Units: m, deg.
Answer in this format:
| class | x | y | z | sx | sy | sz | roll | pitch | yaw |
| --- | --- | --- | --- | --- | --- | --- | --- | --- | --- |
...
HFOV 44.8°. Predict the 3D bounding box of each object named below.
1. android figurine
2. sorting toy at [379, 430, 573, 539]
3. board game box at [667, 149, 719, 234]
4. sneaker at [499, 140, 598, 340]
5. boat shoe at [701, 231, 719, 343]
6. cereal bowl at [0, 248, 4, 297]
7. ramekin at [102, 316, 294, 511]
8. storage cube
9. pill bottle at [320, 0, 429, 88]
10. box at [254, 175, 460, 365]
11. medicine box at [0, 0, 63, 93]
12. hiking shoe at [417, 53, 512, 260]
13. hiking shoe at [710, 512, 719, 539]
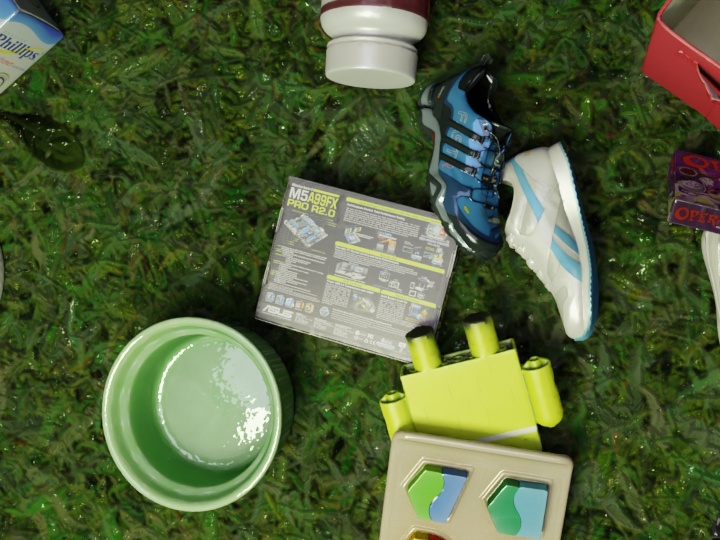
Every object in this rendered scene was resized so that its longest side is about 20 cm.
| class | x | y | z | sx | sy | sz | roll | pitch | yaw |
| --- | --- | --- | --- | --- | --- | --- | --- | --- | --- |
| android figurine | 0.115 | 0.147 | 0.899 | 0.180 | 0.041 | 0.202 | -13 | 104 | 10 |
| sorting toy | 0.112 | 0.267 | 0.893 | 0.183 | 0.037 | 0.202 | 8 | 107 | 5 |
| board game box | 0.395 | -0.059 | 0.833 | 0.198 | 0.120 | 0.033 | 15 | 120 | 10 |
| sneaker | 0.195 | -0.025 | 0.897 | 0.080 | 0.076 | 0.202 | -14 | 80 | 18 |
| boat shoe | 0.390 | 0.041 | 0.857 | 0.071 | 0.066 | 0.202 | -12 | 87 | 10 |
| cereal bowl | -0.528 | 0.004 | 1.028 | 0.198 | 0.083 | 0.203 | 0 | 91 | 10 |
| ramekin | -0.168 | 0.148 | 0.949 | 0.198 | 0.098 | 0.203 | 0 | 89 | 11 |
| storage cube | 0.381 | -0.220 | 0.798 | 0.171 | 0.180 | 0.200 | 41 | 98 | 12 |
| pill bottle | 0.018 | -0.299 | 0.906 | 0.113 | 0.114 | 0.202 | 4 | 91 | 11 |
| box | 0.000 | 0.000 | 0.945 | 0.198 | 0.044 | 0.162 | 14 | 92 | 10 |
| medicine box | -0.484 | -0.291 | 1.010 | 0.199 | 0.103 | 0.183 | -38 | 83 | 9 |
| hiking shoe | 0.113 | -0.112 | 0.876 | 0.086 | 0.074 | 0.202 | -27 | 69 | 42 |
| hiking shoe | 0.426 | 0.224 | 0.856 | 0.100 | 0.076 | 0.201 | 33 | 90 | -14 |
